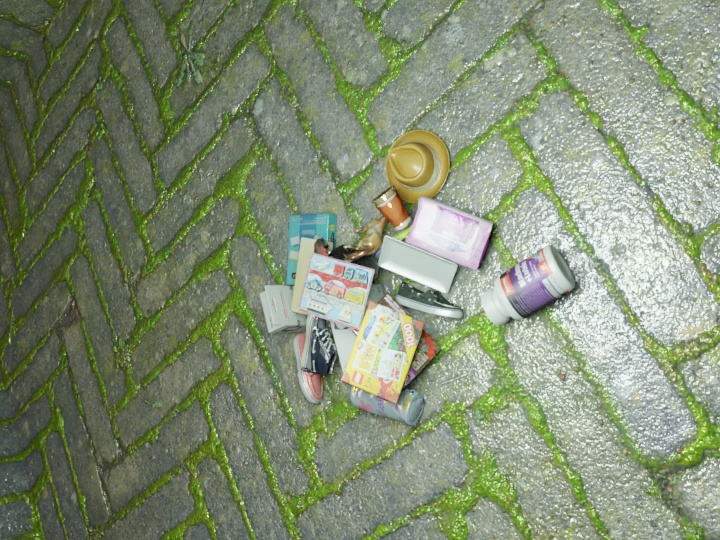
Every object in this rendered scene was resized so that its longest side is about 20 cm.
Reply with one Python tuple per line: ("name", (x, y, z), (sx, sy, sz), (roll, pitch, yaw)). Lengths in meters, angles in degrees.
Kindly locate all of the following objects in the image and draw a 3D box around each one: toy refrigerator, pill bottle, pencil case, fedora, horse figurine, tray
("toy refrigerator", (-0.137, 0.016, 1.730), (0.068, 0.075, 0.207), (10, 93, 33))
("pill bottle", (0.374, 0.041, 1.408), (0.198, 0.110, 0.114), (-36, 68, 27))
("pencil case", (0.067, 0.336, 1.615), (0.195, 0.083, 0.093), (7, 129, 36))
("fedora", (0.133, -0.276, 1.613), (0.195, 0.081, 0.208), (-3, 84, 34))
("horse figurine", (0.018, -0.088, 1.648), (0.129, 0.202, 0.051), (-17, 122, 28))
("tray", (0.144, -0.019, 1.563), (0.195, 0.022, 0.109), (22, 135, 9))

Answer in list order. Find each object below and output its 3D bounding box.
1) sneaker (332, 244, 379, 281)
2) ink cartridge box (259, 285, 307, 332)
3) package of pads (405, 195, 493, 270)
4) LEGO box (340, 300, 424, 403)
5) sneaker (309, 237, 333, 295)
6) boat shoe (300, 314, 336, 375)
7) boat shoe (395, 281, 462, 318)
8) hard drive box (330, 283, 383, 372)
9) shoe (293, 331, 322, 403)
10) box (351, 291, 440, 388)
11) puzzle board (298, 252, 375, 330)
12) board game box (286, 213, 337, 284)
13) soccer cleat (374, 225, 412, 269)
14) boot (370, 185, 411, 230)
("sneaker", (0.000, 0.000, 1.672), (0.075, 0.089, 0.199), (-35, 34, -14))
("ink cartridge box", (-0.214, 0.109, 1.757), (0.067, 0.198, 0.119), (-25, 73, 29))
("package of pads", (0.216, -0.093, 1.514), (0.195, 0.076, 0.124), (22, 100, 11))
("LEGO box", (0.055, 0.200, 1.510), (0.145, 0.077, 0.205), (20, 78, 7))
("sneaker", (-0.102, 0.019, 1.650), (0.095, 0.071, 0.207), (-15, 86, 5))
("boat shoe", (-0.100, 0.186, 1.689), (0.090, 0.074, 0.207), (14, 101, 27))
("boat shoe", (0.173, 0.075, 1.573), (0.196, 0.068, 0.059), (14, 94, 36))
("hard drive box", (0.006, 0.159, 1.678), (0.153, 0.076, 0.206), (-26, 73, 31))
("shoe", (-0.129, 0.267, 1.766), (0.090, 0.070, 0.206), (-27, 69, 33))
("box", (0.090, 0.175, 1.575), (0.137, 0.039, 0.200), (-43, 79, -8))
("puzzle board", (-0.065, 0.050, 1.576), (0.195, 0.017, 0.156), (14, 88, 31))
("board game box", (-0.143, -0.059, 1.811), (0.147, 0.046, 0.208), (1, 88, 34))
("soccer cleat", (0.116, -0.083, 1.626), (0.198, 0.065, 0.085), (-35, 28, 16))
("boot", (0.083, -0.155, 1.587), (0.074, 0.200, 0.108), (-36, 99, 9))
